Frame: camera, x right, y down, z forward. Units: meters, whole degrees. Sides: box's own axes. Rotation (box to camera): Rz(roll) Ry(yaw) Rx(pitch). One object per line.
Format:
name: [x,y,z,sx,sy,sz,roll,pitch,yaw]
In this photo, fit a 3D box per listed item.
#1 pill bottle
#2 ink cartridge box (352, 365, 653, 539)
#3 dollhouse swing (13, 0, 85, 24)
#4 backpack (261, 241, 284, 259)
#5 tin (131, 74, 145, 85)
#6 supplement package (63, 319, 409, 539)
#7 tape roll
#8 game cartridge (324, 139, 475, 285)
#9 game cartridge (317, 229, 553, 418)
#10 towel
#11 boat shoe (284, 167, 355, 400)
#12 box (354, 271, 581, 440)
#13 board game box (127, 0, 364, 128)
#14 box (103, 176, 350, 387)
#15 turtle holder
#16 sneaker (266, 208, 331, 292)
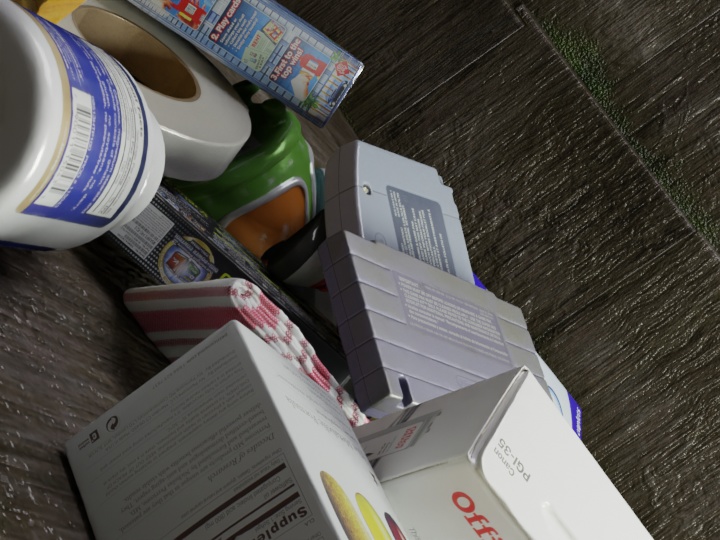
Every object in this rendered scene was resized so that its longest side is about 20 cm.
pill bottle: [-0.177,-0.071,0.722,0.120,0.120,0.200,55,7,8]
ink cartridge box: [0.046,0.155,0.770,0.147,0.200,0.083,53,43,-13]
dollhouse swing: [-0.237,-0.256,0.870,0.182,0.200,0.176,51,9,-25]
backpack: [0.004,0.037,1.302,0.200,0.150,0.178,58,6,-9]
tin: [-0.204,-0.162,1.069,0.112,0.042,0.200,51,23,17]
supplement package: [-0.039,0.145,0.645,0.114,0.109,0.200,43,13,-52]
tape roll: [-0.168,-0.141,0.987,0.202,0.037,0.203,33,22,-15]
game cartridge: [0.034,0.009,0.987,0.133,0.041,0.201,12,59,-45]
game cartridge: [0.056,0.055,0.911,0.200,0.038,0.130,23,37,-45]
towel: [-0.054,0.077,0.874,0.146,0.030,0.200,-5,-50,53]
boat shoe: [-0.024,0.015,1.177,0.067,0.073,0.201,11,77,-31]
box: [0.091,0.140,1.122,0.200,0.105,0.184,48,33,-32]
board game box: [-0.117,-0.209,1.086,0.200,0.062,0.200,31,9,-25]
box: [-0.094,0.008,0.964,0.200,0.044,0.160,42,1,-8]
turtle holder: [-0.115,-0.069,1.149,0.185,0.141,0.132,6,-51,44]
sneaker: [0.001,-0.001,1.052,0.108,0.067,0.201,51,17,-3]
